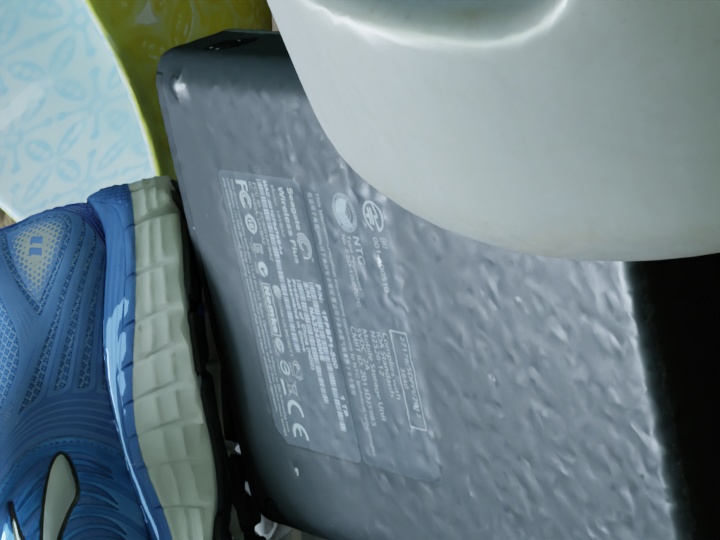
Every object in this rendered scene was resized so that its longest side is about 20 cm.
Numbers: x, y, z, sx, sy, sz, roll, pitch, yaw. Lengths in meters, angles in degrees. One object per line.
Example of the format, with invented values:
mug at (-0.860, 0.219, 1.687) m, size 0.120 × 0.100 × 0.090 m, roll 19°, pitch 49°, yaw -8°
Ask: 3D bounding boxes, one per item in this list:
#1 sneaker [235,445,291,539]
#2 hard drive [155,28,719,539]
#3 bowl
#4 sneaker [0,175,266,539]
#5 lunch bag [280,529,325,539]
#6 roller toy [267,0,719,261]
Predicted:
sneaker at (0.000, 0.000, 0.906) m, size 0.099 × 0.200 × 0.078 m, roll 34°, pitch 176°, yaw 11°
hard drive at (0.023, 0.013, 0.740) m, size 0.200 × 0.033 × 0.140 m, roll 11°, pitch 117°, yaw 56°
bowl at (-0.089, -0.110, 0.939) m, size 0.200 × 0.108 × 0.201 m, roll 41°, pitch 155°, yaw 24°
sneaker at (-0.075, 0.078, 0.839) m, size 0.079 × 0.089 × 0.201 m, roll 31°, pitch -128°, yaw -75°
lunch bag at (-0.043, 0.057, 1.144) m, size 0.200 × 0.117 × 0.165 m, roll -132°, pitch 36°, yaw -69°
roller toy at (0.060, -0.108, 0.584) m, size 0.183 × 0.199 × 0.140 m, roll -98°, pitch -11°, yaw -51°
